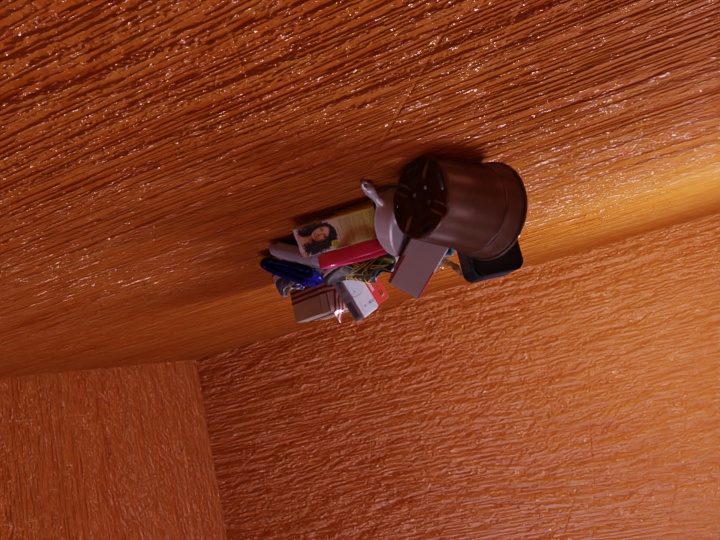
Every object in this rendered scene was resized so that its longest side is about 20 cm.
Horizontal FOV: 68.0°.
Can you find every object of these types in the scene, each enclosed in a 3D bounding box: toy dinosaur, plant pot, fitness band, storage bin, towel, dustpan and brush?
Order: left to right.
[{"bbox_3d":[-0.184,0.010,1.452,0.146,0.050,0.200,14,176,6],"label":"towel"},{"bbox_3d":[-0.009,-0.038,1.223,0.143,0.038,0.199,-15,178,-44],"label":"fitness band"},{"bbox_3d":[0.057,-0.129,1.104,0.057,0.141,0.200,21,169,27],"label":"dustpan and brush"},{"bbox_3d":[0.183,-0.037,1.431,0.197,0.059,0.101,17,178,6],"label":"toy dinosaur"},{"bbox_3d":[0.183,-0.127,1.035,0.196,0.203,0.199,4,161,-38],"label":"plant pot"},{"bbox_3d":[0.322,-0.082,1.384,0.133,0.203,0.094,-12,170,-9],"label":"storage bin"}]

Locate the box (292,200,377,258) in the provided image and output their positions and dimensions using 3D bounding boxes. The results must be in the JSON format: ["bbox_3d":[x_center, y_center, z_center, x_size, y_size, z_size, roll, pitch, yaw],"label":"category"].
[{"bbox_3d":[-0.044,-0.092,1.175,0.197,0.076,0.050,-16,-158,8],"label":"box"}]

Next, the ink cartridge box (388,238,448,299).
[{"bbox_3d":[0.145,-0.049,1.237,0.145,0.083,0.200,-63,178,26],"label":"ink cartridge box"}]

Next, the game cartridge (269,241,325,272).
[{"bbox_3d":[-0.140,-0.030,1.367,0.131,0.041,0.200,9,174,12],"label":"game cartridge"}]

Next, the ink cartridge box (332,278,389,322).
[{"bbox_3d":[0.010,0.044,1.635,0.047,0.161,0.199,-33,180,41],"label":"ink cartridge box"}]

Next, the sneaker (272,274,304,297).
[{"bbox_3d":[-0.171,0.014,1.593,0.198,0.078,0.075,-26,164,26],"label":"sneaker"}]

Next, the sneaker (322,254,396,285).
[{"bbox_3d":[0.000,0.000,1.341,0.198,0.086,0.074,-24,169,4],"label":"sneaker"}]

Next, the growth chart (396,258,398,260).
[{"bbox_3d":[0.092,-0.033,1.481,0.197,0.018,0.145,-14,159,-10],"label":"growth chart"}]

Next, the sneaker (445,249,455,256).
[{"bbox_3d":[0.165,-0.086,1.362,0.198,0.082,0.074,13,125,-25],"label":"sneaker"}]

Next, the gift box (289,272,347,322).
[{"bbox_3d":[-0.100,0.077,1.715,0.186,0.203,0.183,-23,171,38],"label":"gift box"}]
